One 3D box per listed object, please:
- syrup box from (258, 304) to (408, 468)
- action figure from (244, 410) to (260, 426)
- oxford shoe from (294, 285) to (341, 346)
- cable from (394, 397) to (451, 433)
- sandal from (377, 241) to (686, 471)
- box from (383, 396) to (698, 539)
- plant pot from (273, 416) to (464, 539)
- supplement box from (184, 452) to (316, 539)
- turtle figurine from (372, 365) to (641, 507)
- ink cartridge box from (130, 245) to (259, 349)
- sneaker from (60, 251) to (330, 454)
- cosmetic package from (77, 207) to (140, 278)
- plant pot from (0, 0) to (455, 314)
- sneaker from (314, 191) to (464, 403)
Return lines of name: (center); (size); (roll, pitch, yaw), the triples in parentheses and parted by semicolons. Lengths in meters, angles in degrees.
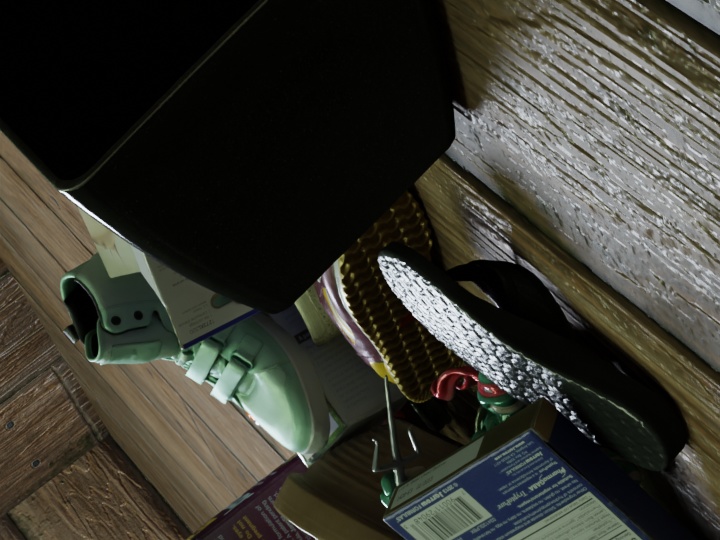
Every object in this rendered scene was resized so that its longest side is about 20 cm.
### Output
syrup box: (-0.050, 0.026, 1.448); (0.201, 0.081, 0.079); (55, 146, 11)
action figure: (-0.099, 0.042, 1.693); (0.200, 0.104, 0.194); (24, 139, 60)
oxford shoe: (-0.074, -0.034, 1.372); (0.200, 0.074, 0.071); (43, -176, 3)
cable: (0.000, 0.065, 1.504); (0.200, 0.050, 0.097); (54, 164, 2)
sandal: (0.095, 0.037, 1.117); (0.200, 0.048, 0.075); (33, 158, 26)
box: (0.123, 0.165, 1.143); (0.200, 0.032, 0.121); (43, 129, -15)
plant pot: (0.050, 0.160, 1.398); (0.200, 0.093, 0.201); (26, 178, 1)
supplement box: (-0.029, 0.189, 1.597); (0.103, 0.200, 0.131); (53, 167, 0)
turtle figurine: (0.100, 0.121, 1.197); (0.149, 0.101, 0.201); (-11, 116, 31)
ink cartridge box: (-0.102, -0.061, 1.235); (0.037, 0.094, 0.201); (32, 146, 62)
sneaker: (-0.115, 0.062, 1.380); (0.201, 0.118, 0.074); (48, 141, 17)
cosmetic package: (-0.149, -0.104, 1.311); (0.103, 0.073, 0.201); (-12, 104, 55)
plant pot: (-0.071, -0.100, 1.031); (0.200, 0.200, 0.178); (40, 173, 44)
sneaker: (0.000, 0.000, 1.274); (0.090, 0.075, 0.201); (37, 159, 37)
